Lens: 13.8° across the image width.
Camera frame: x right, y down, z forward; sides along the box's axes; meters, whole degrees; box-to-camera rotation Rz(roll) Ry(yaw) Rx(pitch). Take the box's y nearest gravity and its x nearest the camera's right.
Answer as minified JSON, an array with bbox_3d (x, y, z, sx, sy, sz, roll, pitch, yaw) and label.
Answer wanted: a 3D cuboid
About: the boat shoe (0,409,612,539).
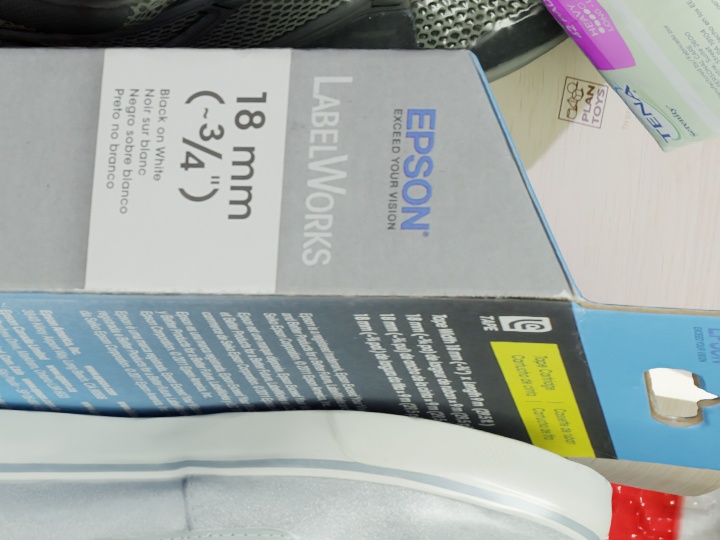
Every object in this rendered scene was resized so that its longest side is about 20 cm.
[{"bbox_3d":[-0.039,0.076,0.726,0.200,0.070,0.072,1,69,7],"label":"boat shoe"}]

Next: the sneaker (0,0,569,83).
[{"bbox_3d":[-0.024,-0.083,0.734,0.199,0.114,0.077,2,85,-11],"label":"sneaker"}]

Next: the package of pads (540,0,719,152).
[{"bbox_3d":[0.087,-0.155,0.756,0.155,0.068,0.200,47,55,-22],"label":"package of pads"}]

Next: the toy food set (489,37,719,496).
[{"bbox_3d":[0.052,-0.046,0.837,0.143,0.060,0.201,12,86,-14],"label":"toy food set"}]

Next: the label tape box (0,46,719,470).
[{"bbox_3d":[0.000,0.000,0.707,0.199,0.144,0.064,1,73,9],"label":"label tape box"}]
